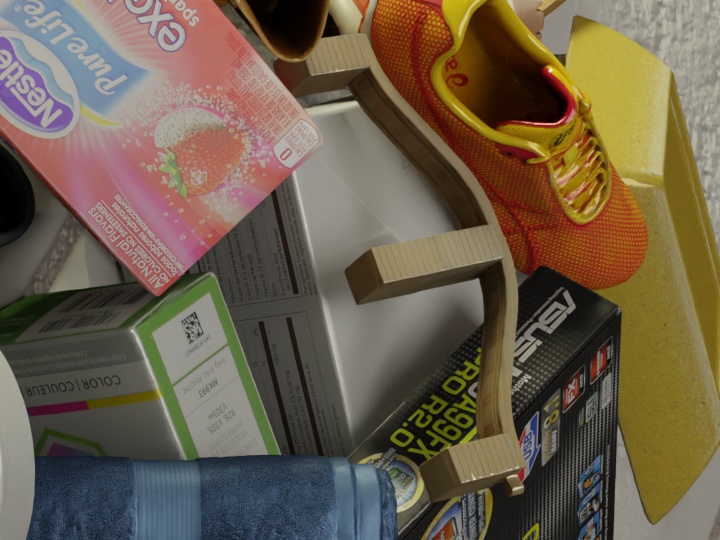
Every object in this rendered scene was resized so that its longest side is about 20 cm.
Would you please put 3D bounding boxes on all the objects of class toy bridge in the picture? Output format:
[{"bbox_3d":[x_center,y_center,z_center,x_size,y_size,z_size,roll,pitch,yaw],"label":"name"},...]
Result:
[{"bbox_3d":[0.028,-0.003,1.033,0.067,0.027,0.201,-12,74,-33],"label":"toy bridge"}]

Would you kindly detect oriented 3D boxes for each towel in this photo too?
[{"bbox_3d":[-0.086,0.125,0.960,0.199,0.049,0.112,0,101,-10],"label":"towel"}]

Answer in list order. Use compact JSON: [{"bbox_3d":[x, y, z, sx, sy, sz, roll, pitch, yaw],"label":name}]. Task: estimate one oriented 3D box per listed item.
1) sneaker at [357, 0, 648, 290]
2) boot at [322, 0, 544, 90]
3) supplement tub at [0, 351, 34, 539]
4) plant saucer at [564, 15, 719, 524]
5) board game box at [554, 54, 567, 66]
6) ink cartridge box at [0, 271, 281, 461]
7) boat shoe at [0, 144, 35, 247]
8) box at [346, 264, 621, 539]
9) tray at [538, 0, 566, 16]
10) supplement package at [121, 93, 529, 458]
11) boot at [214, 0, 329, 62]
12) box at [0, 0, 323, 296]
[{"bbox_3d":[0.072,-0.050,1.094,0.073,0.077,0.200,-56,131,-12],"label":"sneaker"},{"bbox_3d":[-0.013,-0.157,1.159,0.107,0.200,0.075,-19,141,-24],"label":"boot"},{"bbox_3d":[-0.219,0.071,0.829,0.200,0.145,0.146,-3,86,-53],"label":"supplement tub"},{"bbox_3d":[0.147,-0.008,1.276,0.200,0.048,0.201,-72,147,-61],"label":"plant saucer"},{"bbox_3d":[0.086,-0.011,1.331,0.153,0.040,0.201,-9,91,-53],"label":"board game box"},{"bbox_3d":[-0.080,0.105,1.039,0.059,0.104,0.201,-39,114,-48],"label":"ink cartridge box"},{"bbox_3d":[-0.200,-0.052,0.946,0.200,0.062,0.075,30,62,-45],"label":"boat shoe"},{"bbox_3d":[0.050,0.119,1.118,0.160,0.044,0.200,-43,148,-31],"label":"box"},{"bbox_3d":[0.083,-0.185,1.334,0.099,0.037,0.200,48,41,2],"label":"tray"},{"bbox_3d":[0.000,0.000,1.157,0.200,0.111,0.156,-19,99,-51],"label":"supplement package"},{"bbox_3d":[-0.053,-0.130,1.025,0.201,0.071,0.144,79,-15,-57],"label":"boot"},{"bbox_3d":[-0.119,-0.099,0.980,0.095,0.103,0.200,-43,117,-5],"label":"box"}]
